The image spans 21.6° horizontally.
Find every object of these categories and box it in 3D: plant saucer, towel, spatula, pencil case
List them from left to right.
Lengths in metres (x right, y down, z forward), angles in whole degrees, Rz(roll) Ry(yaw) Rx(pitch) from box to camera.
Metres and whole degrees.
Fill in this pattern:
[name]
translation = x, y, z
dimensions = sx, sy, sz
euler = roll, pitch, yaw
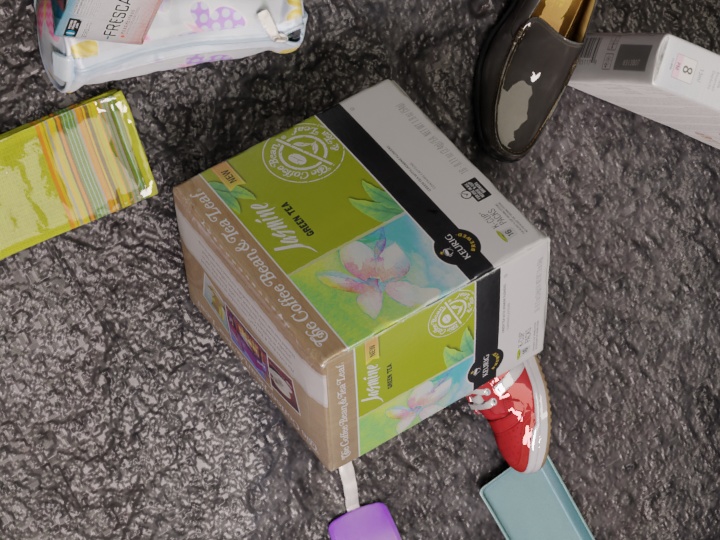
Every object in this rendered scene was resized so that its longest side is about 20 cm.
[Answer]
[towel]
translation = -0.251, -0.059, 1.387
dimensions = 0.200, 0.018, 0.086
euler = -25, 100, -20
[pencil case]
translation = -0.140, -0.186, 1.393
dimensions = 0.199, 0.083, 0.091
euler = -12, 63, -22
[spatula]
translation = -0.013, 0.155, 1.493
dimensions = 0.056, 0.021, 0.201
euler = -20, 99, -20
[plant saucer]
translation = 0.168, 0.245, 1.576
dimensions = 0.070, 0.019, 0.200
euler = -34, 105, -19

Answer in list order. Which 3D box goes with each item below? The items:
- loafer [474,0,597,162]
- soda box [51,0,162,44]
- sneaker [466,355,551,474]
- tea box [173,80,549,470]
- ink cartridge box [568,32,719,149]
[loafer]
translation = 0.147, -0.185, 1.524
dimensions = 0.073, 0.072, 0.201
euler = 16, 86, -24
[soda box]
translation = -0.186, -0.259, 1.333
dimensions = 0.068, 0.064, 0.201
euler = 3, 58, -23
[sneaker]
translation = 0.083, 0.072, 1.505
dimensions = 0.112, 0.071, 0.201
euler = -11, 88, -27
[tea box]
translation = 0.000, 0.000, 1.374
dimensions = 0.196, 0.200, 0.134
euler = -30, 145, -20
[ink cartridge box]
translation = 0.281, -0.140, 1.535
dimensions = 0.199, 0.162, 0.057
euler = 15, 91, -23
